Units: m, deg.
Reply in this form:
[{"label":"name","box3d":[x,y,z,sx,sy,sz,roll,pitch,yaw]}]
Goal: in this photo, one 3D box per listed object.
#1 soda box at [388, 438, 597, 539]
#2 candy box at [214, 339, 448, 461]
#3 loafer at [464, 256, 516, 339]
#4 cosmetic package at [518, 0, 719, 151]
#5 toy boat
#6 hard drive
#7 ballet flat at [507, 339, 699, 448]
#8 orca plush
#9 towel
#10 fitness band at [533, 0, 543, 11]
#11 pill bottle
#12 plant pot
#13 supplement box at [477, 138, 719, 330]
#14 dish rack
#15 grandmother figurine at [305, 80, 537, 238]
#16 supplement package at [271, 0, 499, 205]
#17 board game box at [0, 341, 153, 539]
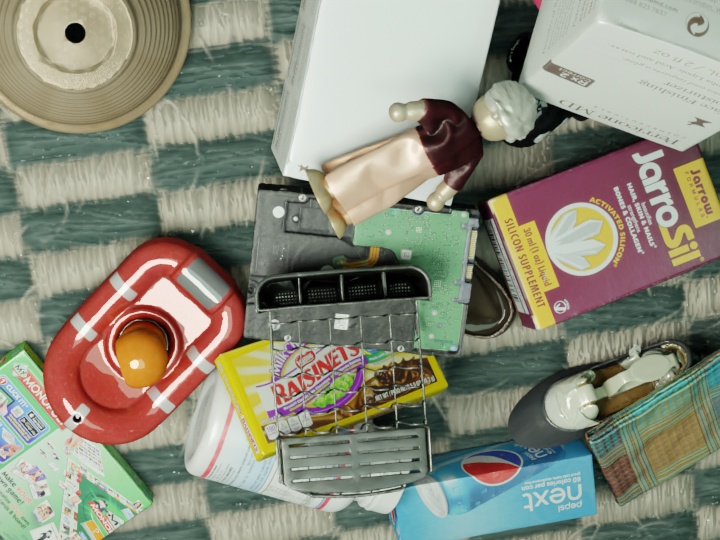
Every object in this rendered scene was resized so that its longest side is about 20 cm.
[{"label":"soda box","box3d":[0.127,0.216,1.551,0.200,0.064,0.068,-9,109,-7]},{"label":"candy box","box3d":[-0.025,0.095,1.447,0.200,0.026,0.102,-18,73,-27]},{"label":"loafer","box3d":[0.066,0.004,1.471,0.200,0.071,0.073,36,99,-17]},{"label":"cosmetic package","box3d":[0.250,-0.218,1.276,0.165,0.200,0.165,19,77,-8]},{"label":"toy boat","box3d":[-0.198,0.071,1.413,0.130,0.131,0.200,43,96,-9]},{"label":"hard drive","box3d":[0.000,0.000,1.409,0.200,0.038,0.140,5,105,-4]},{"label":"ballet flat","box3d":[0.238,0.116,1.531,0.200,0.073,0.073,-20,109,-4]},{"label":"orca plush","box3d":[0.206,-0.187,1.433,0.200,0.071,0.105,-35,109,3]},{"label":"towel","box3d":[0.325,0.149,1.550,0.200,0.022,0.147,-32,138,0]},{"label":"fitness band","box3d":[0.236,-0.247,1.397,0.144,0.037,0.200,-41,91,-18]},{"label":"pill bottle","box3d":[-0.057,0.164,1.483,0.200,0.109,0.109,18,104,-14]},{"label":"plant pot","box3d":[-0.243,-0.210,1.346,0.200,0.093,0.201,-3,109,-8]},{"label":"supplement box","box3d":[0.225,-0.039,1.451,0.200,0.103,0.131,-22,91,-2]},{"label":"dish rack","box3d":[-0.010,0.099,1.369,0.153,0.055,0.200,-4,89,-2]},{"label":"grandmother figurine","box3d":[0.055,-0.102,1.320,0.200,0.061,0.121,-25,145,4]},{"label":"supplement package","box3d":[0.020,-0.177,1.387,0.155,0.111,0.200,10,106,-11]},{"label":"board game box","box3d":[-0.310,0.183,1.491,0.134,0.029,0.200,-35,109,2]}]
